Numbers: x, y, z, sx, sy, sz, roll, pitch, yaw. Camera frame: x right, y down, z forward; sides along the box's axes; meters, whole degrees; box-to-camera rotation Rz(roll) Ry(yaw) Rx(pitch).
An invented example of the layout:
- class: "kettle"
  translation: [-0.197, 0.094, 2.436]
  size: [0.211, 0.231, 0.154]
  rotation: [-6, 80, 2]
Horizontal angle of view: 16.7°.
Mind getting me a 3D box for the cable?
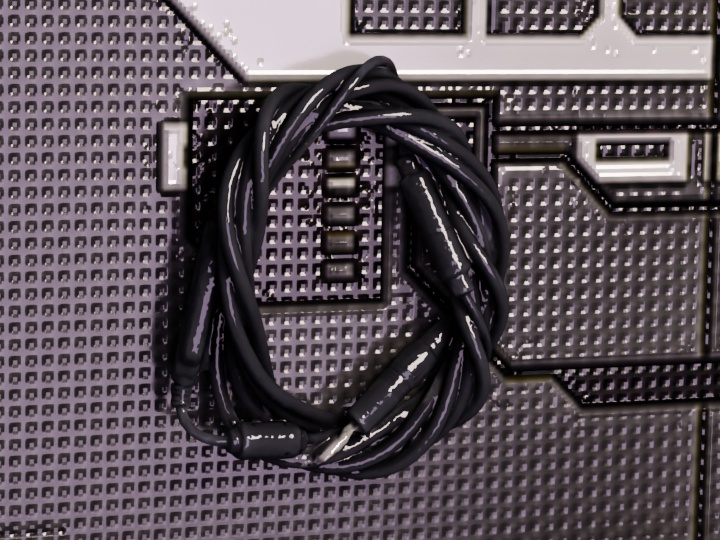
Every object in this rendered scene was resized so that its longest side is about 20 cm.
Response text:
- class: "cable"
  translation: [0.000, 0.000, 1.157]
  size: [0.162, 0.051, 0.202]
  rotation: [13, 93, -20]
